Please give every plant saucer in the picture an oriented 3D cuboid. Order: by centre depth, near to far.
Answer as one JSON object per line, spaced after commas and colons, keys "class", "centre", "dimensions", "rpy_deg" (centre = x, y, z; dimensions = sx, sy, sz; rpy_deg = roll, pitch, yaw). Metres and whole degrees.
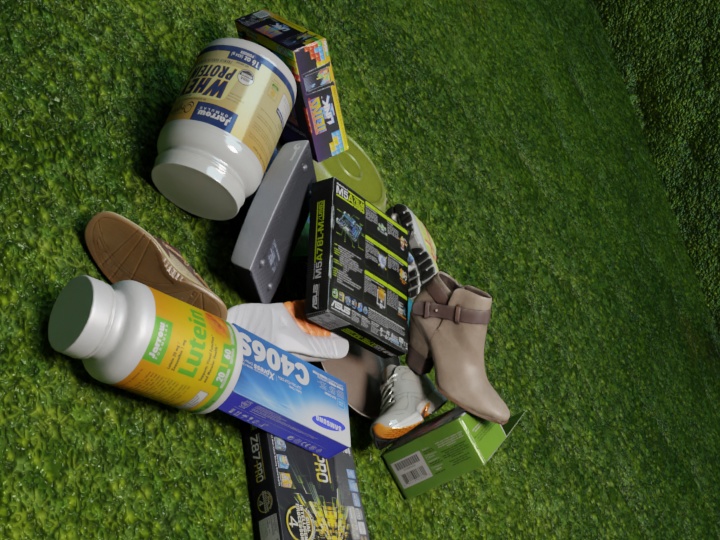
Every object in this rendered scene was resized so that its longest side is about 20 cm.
{"class": "plant saucer", "centre": [-0.010, 0.125, 1.492], "dimensions": [0.199, 0.032, 0.203], "rpy_deg": [35, 41, -37]}
{"class": "plant saucer", "centre": [-0.025, -0.153, 1.562], "dimensions": [0.199, 0.031, 0.202], "rpy_deg": [36, 32, -27]}

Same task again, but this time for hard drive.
{"class": "hard drive", "centre": [-0.113, -0.062, 1.368], "dimensions": [0.136, 0.042, 0.203], "rpy_deg": [80, 29, -62]}

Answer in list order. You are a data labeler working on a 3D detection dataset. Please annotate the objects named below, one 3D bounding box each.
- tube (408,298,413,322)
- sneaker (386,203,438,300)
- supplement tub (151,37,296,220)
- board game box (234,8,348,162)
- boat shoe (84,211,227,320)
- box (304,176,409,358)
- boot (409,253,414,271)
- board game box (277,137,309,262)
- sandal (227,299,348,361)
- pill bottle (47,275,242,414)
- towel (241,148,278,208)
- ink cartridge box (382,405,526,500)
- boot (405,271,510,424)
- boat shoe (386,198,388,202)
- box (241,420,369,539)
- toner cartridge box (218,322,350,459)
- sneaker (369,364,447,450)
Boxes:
{"class": "tube", "centre": [0.030, 0.042, 1.573], "dimensions": [0.199, 0.077, 0.051], "rpy_deg": [34, 81, -51]}
{"class": "sneaker", "centre": [0.102, -0.013, 1.726], "dimensions": [0.090, 0.077, 0.204], "rpy_deg": [24, 49, -55]}
{"class": "supplement tub", "centre": [-0.178, -0.183, 1.337], "dimensions": [0.144, 0.143, 0.203], "rpy_deg": [38, 59, -33]}
{"class": "board game box", "centre": [-0.100, -0.266, 1.462], "dimensions": [0.200, 0.056, 0.168], "rpy_deg": [38, -34, 52]}
{"class": "boat shoe", "centre": [-0.243, 0.000, 1.227], "dimensions": [0.199, 0.073, 0.072], "rpy_deg": [37, 7, -18]}
{"class": "box", "centre": [0.000, 0.000, 1.425], "dimensions": [0.199, 0.047, 0.197], "rpy_deg": [30, 52, -50]}
{"class": "boot", "centre": [-0.005, -0.038, 1.564], "dimensions": [0.198, 0.095, 0.075], "rpy_deg": [29, 44, -40]}
{"class": "board game box", "centre": [-0.116, -0.107, 1.495], "dimensions": [0.103, 0.023, 0.204], "rpy_deg": [1, 65, -35]}
{"class": "sandal", "centre": [-0.106, 0.081, 1.359], "dimensions": [0.204, 0.059, 0.081], "rpy_deg": [8, 64, -39]}
{"class": "pill bottle", "centre": [-0.233, 0.078, 1.120], "dimensions": [0.199, 0.110, 0.113], "rpy_deg": [28, 44, -42]}
{"class": "towel", "centre": [-0.169, -0.183, 1.457], "dimensions": [0.110, 0.048, 0.203], "rpy_deg": [-5, 67, -37]}
{"class": "ink cartridge box", "centre": [0.142, 0.240, 1.515], "dimensions": [0.077, 0.147, 0.199], "rpy_deg": [59, 30, 0]}
{"class": "boot", "centre": [0.148, 0.101, 1.432], "dimensions": [0.198, 0.148, 0.070], "rpy_deg": [31, 19, 22]}
{"class": "boat shoe", "centre": [-0.030, -0.117, 1.625], "dimensions": [0.067, 0.074, 0.199], "rpy_deg": [58, 25, 12]}
{"class": "box", "centre": [-0.069, 0.263, 1.277], "dimensions": [0.160, 0.049, 0.203], "rpy_deg": [24, 46, -47]}
{"class": "toner cartridge box", "centre": [-0.095, 0.149, 1.250], "dimensions": [0.199, 0.043, 0.096], "rpy_deg": [32, 40, -38]}
{"class": "sneaker", "centre": [0.049, 0.183, 1.448], "dimensions": [0.093, 0.075, 0.199], "rpy_deg": [56, 22, 6]}
